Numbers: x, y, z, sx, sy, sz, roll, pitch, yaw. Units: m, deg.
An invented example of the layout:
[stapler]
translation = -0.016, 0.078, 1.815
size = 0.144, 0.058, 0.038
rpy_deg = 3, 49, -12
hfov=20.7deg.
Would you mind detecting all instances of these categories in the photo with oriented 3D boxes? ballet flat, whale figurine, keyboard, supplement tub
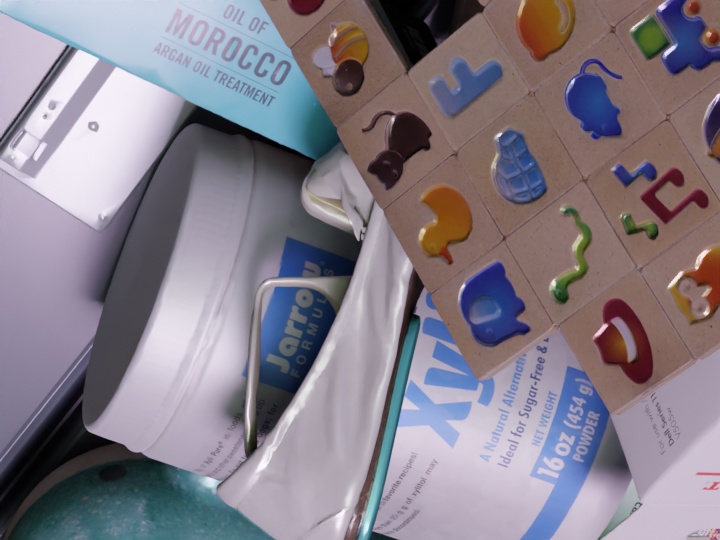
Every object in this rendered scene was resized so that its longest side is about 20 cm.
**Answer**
[ballet flat]
translation = 0.000, 0.000, 0.685
size = 0.069, 0.069, 0.201
rpy_deg = 21, 82, -15
[whale figurine]
translation = -0.054, 0.142, 0.835
size = 0.199, 0.104, 0.160
rpy_deg = 0, 113, -7
[keyboard]
translation = -0.069, -0.105, 0.779
size = 0.056, 0.011, 0.200
rpy_deg = 32, 107, -24
[supplement tub]
translation = 0.004, 0.035, 0.781
size = 0.199, 0.132, 0.132
rpy_deg = 19, 110, -16

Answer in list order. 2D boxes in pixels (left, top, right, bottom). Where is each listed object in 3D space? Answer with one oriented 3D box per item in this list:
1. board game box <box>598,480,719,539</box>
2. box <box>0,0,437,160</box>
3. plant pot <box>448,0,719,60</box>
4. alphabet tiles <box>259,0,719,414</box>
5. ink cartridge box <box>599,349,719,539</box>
[board game box]
translation = 0.163, 0.108, 0.887
size = 0.134, 0.029, 0.201
rpy_deg = 21, 109, -16
[box]
translation = -0.062, -0.100, 0.731
size = 0.199, 0.082, 0.049
rpy_deg = 24, 111, -21
[plant pot]
translation = 0.159, -0.081, 0.730
size = 0.183, 0.201, 0.201
rpy_deg = 18, 111, -25
[alphabet tiles]
translation = 0.068, -0.065, 0.619
size = 0.167, 0.008, 0.200
rpy_deg = -37, 72, 25
[ink cartridge box]
translation = 0.160, 0.024, 0.674
size = 0.117, 0.068, 0.200
rpy_deg = 4, 142, -28
